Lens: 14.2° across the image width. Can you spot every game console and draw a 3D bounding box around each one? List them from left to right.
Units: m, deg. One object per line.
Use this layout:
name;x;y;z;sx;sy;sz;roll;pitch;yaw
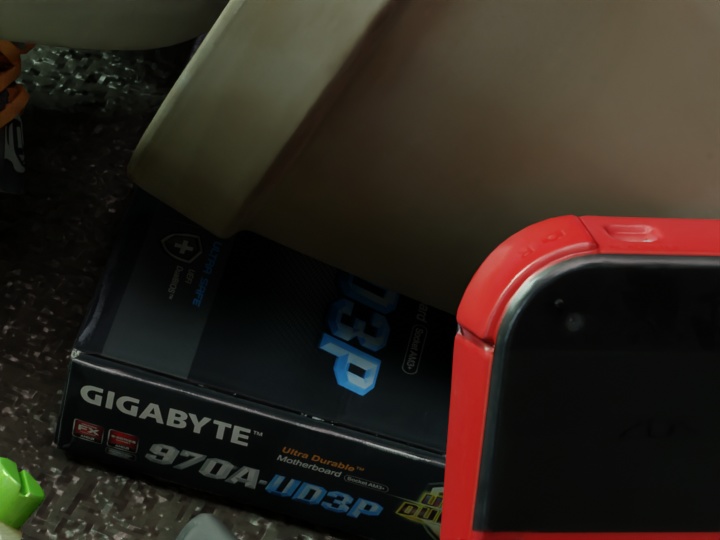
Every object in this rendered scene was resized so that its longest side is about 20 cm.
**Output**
game console;0.120;0.073;0.849;0.199;0.177;0.031;1;16;-14

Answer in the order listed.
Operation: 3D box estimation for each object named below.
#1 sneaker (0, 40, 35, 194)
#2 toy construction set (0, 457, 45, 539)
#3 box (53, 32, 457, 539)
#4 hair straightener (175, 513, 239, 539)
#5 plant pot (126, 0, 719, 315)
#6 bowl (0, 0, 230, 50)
sneaker;-0.110;-0.085;0.976;0.199;0.078;0.112;-16;90;-3
toy construction set;-0.093;0.124;0.763;0.092;0.131;0.200;-34;63;12
box;0.000;0.000;0.970;0.159;0.046;0.200;17;42;1
hair straightener;-0.017;0.122;0.779;0.077;0.041;0.200;25;14;-31
plant pot;0.053;-0.061;0.898;0.173;0.200;0.200;35;44;-3
bowl;-0.088;-0.162;0.835;0.199;0.201;0.075;9;10;-39
